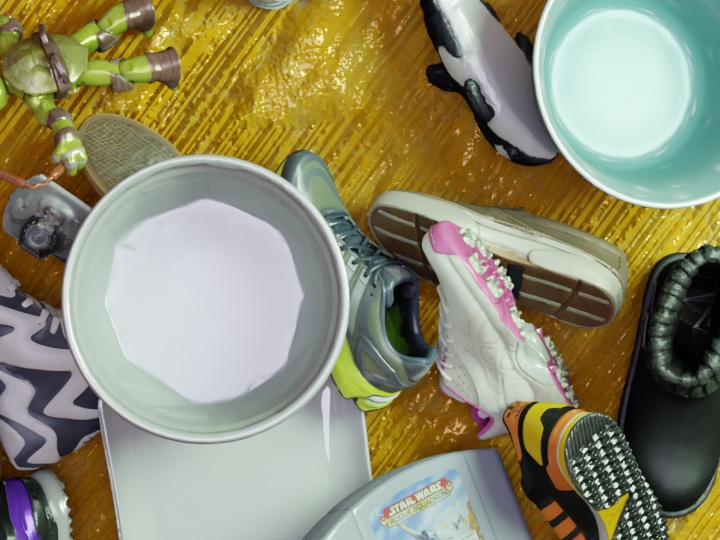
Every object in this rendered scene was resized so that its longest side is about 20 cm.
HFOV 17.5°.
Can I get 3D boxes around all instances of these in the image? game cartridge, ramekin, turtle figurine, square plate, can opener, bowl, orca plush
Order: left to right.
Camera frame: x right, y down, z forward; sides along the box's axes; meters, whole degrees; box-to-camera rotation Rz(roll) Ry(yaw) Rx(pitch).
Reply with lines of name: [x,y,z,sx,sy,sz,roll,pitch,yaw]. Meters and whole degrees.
turtle figurine: [-0.223,-0.155,1.711,0.161,0.064,0.200,-20,53,-18]
can opener: [-0.175,-0.004,1.737,0.200,0.067,0.053,34,105,-5]
ramekin: [-0.109,0.022,1.649,0.200,0.105,0.201,0,88,-3]
square plate: [-0.087,0.172,1.747,0.200,0.028,0.199,-9,97,-14]
game cartridge: [0.046,0.210,1.712,0.200,0.041,0.133,-24,98,-39]
orca plush: [0.068,-0.154,1.734,0.071,0.105,0.200,-23,123,37]
bowl: [0.204,-0.141,1.711,0.200,0.105,0.201,1,87,-15]

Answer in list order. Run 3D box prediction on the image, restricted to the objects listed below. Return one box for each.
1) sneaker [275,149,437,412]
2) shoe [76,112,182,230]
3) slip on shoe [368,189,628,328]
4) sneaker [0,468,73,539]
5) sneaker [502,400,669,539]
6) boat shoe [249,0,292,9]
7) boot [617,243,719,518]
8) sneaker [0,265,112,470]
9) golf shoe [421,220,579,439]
sneaker: [0.000,0.000,1.722,0.081,0.074,0.200,-25,91,42]
shoe: [-0.137,-0.037,1.739,0.200,0.053,0.070,42,64,-4]
slip on shoe: [0.105,-0.020,1.751,0.200,0.076,0.061,18,50,7]
sneaker: [-0.261,0.253,1.725,0.099,0.070,0.201,-6,85,-37]
sneaker: [0.165,0.170,1.743,0.070,0.090,0.200,-44,131,-24]
boat shoe: [-0.027,-0.285,1.729,0.073,0.067,0.200,22,92,-3]
boot: [0.237,0.084,1.706,0.079,0.158,0.212,2,92,-2]
sneaker: [-0.228,0.038,1.732,0.129,0.079,0.200,-20,93,-2]
golf shoe: [0.085,0.051,1.717,0.091,0.075,0.200,-26,122,13]
